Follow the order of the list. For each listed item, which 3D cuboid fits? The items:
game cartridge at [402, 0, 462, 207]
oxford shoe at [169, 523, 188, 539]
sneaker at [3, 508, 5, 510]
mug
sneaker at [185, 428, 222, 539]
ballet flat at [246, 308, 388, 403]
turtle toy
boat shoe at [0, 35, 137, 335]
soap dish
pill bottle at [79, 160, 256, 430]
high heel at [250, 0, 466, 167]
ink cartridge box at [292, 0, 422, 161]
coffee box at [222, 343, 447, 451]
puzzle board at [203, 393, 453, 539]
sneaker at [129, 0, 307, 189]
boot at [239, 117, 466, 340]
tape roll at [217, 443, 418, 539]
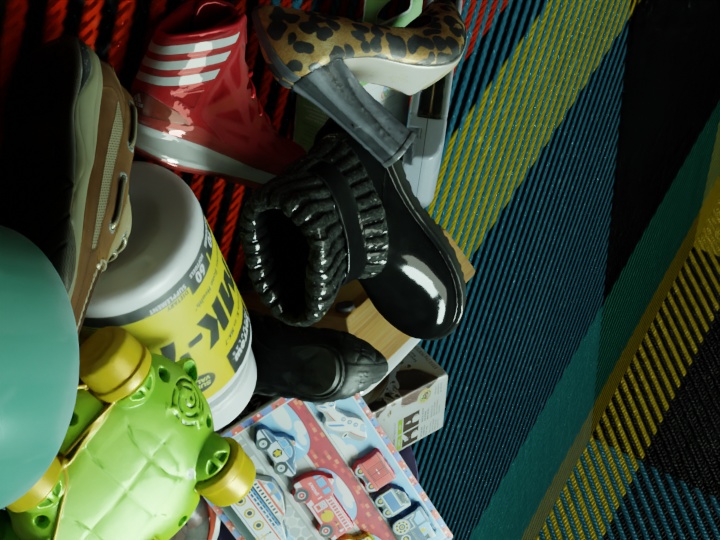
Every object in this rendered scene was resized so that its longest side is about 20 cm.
[{"bbox_3d":[0.065,-0.166,0.929,0.133,0.041,0.201,78,20,-72],"label":"game cartridge"},{"bbox_3d":[-0.154,0.215,0.740,0.073,0.071,0.201,-47,160,-42],"label":"oxford shoe"},{"bbox_3d":[-0.271,0.186,0.638,0.199,0.079,0.131,-6,87,-37],"label":"sneaker"},{"bbox_3d":[-0.235,0.061,0.484,0.114,0.151,0.186,10,102,-62],"label":"mug"},{"bbox_3d":[-0.167,0.170,0.844,0.082,0.077,0.201,-15,120,-40],"label":"sneaker"},{"bbox_3d":[-0.061,0.070,0.804,0.057,0.199,0.067,8,91,-42],"label":"ballet flat"},{"bbox_3d":[-0.167,0.127,0.600,0.200,0.101,0.146,-50,126,-20],"label":"turtle toy"},{"bbox_3d":[-0.161,-0.031,0.571,0.074,0.075,0.201,29,62,-55],"label":"boat shoe"},{"bbox_3d":[-0.012,0.023,0.920,0.200,0.157,0.082,-40,128,-44],"label":"soap dish"},{"bbox_3d":[-0.139,0.029,0.700,0.115,0.114,0.200,-54,154,-24],"label":"pill bottle"},{"bbox_3d":[0.005,-0.186,0.753,0.071,0.142,0.201,-32,-156,44],"label":"high heel"},{"bbox_3d":[-0.003,-0.157,0.873,0.104,0.059,0.201,-37,143,-47],"label":"ink cartridge box"},{"bbox_3d":[-0.033,0.128,0.932,0.199,0.113,0.080,-25,138,-25],"label":"coffee box"},{"bbox_3d":[-0.031,0.191,0.835,0.150,0.017,0.201,-33,110,-2],"label":"puzzle board"},{"bbox_3d":[-0.083,-0.123,0.723,0.200,0.078,0.116,-1,114,-65],"label":"sneaker"},{"bbox_3d":[-0.002,0.000,0.749,0.212,0.079,0.158,59,33,-21],"label":"boot"},{"bbox_3d":[-0.044,0.220,0.963,0.200,0.199,0.085,-48,150,-34],"label":"tape roll"}]
